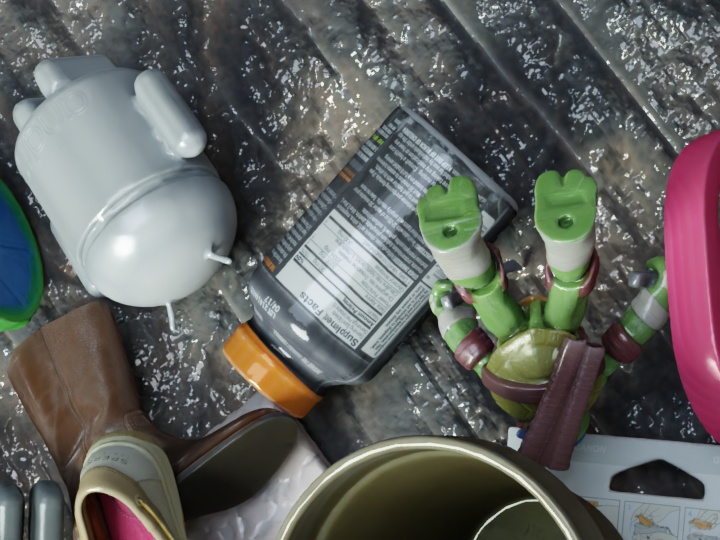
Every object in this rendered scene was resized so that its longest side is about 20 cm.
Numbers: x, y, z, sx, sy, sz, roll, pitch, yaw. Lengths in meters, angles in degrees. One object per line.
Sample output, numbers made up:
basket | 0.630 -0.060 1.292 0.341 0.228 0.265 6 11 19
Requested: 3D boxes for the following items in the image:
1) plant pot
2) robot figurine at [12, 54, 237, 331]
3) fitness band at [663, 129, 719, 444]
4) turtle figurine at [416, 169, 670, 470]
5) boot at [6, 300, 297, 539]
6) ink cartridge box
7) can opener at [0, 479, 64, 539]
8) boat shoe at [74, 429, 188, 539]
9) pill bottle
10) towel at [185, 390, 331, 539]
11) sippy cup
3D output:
plant pot | 0.073 0.186 1.003 0.200 0.173 0.201 0 89 29
robot figurine | -0.159 -0.057 1.228 0.200 0.113 0.170 54 133 22
fitness band | 0.232 0.013 1.057 0.037 0.143 0.201 -19 67 45
turtle figurine | 0.109 0.002 1.062 0.144 0.194 0.200 27 66 33
boot | -0.147 0.082 1.200 0.186 0.064 0.200 -36 53 14
ink cartridge box | 0.177 0.192 1.091 0.199 0.044 0.174 3 78 21
can opener | -0.218 0.240 1.177 0.053 0.067 0.201 0 106 -19
boat shoe | -0.131 0.200 1.107 0.074 0.069 0.200 -14 109 18
pill bottle | 0.000 0.000 1.163 0.106 0.106 0.200 43 95 22
towel | -0.079 0.209 1.185 0.200 0.032 0.191 -41 69 7
sippy cup | -0.314 -0.001 1.263 0.130 0.178 0.140 -24 95 19
